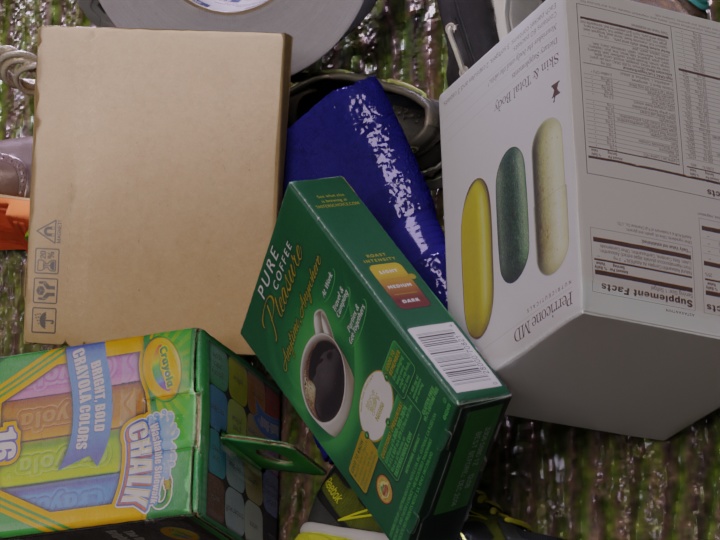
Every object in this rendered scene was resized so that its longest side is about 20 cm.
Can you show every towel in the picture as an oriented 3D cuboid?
[{"bbox_3d":[0.000,0.000,1.650,0.147,0.049,0.201,-36,67,32],"label":"towel"}]

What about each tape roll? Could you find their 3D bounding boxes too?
[{"bbox_3d":[-0.078,-0.223,1.725,0.199,0.066,0.202,5,109,14],"label":"tape roll"}]

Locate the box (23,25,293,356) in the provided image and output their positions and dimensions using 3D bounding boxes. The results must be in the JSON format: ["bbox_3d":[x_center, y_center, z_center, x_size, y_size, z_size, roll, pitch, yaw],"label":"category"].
[{"bbox_3d":[-0.127,-0.050,1.667,0.162,0.021,0.201,3,89,11],"label":"box"}]

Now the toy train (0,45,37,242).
[{"bbox_3d":[-0.185,-0.061,1.722,0.199,0.085,0.116,24,76,-7],"label":"toy train"}]

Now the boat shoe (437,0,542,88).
[{"bbox_3d":[0.082,-0.126,1.687,0.060,0.074,0.201,-18,68,27],"label":"boat shoe"}]

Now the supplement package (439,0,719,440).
[{"bbox_3d":[0.146,-0.029,1.537,0.152,0.150,0.201,-39,46,54],"label":"supplement package"}]

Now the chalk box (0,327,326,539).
[{"bbox_3d":[-0.122,0.115,1.644,0.199,0.124,0.125,-9,65,19],"label":"chalk box"}]

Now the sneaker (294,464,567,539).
[{"bbox_3d":[0.053,0.148,1.580,0.199,0.074,0.085,6,70,26],"label":"sneaker"}]

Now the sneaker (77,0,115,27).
[{"bbox_3d":[-0.102,-0.225,1.824,0.199,0.079,0.096,-23,31,20],"label":"sneaker"}]

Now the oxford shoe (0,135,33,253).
[{"bbox_3d":[-0.245,-0.057,1.815,0.199,0.071,0.073,18,59,23],"label":"oxford shoe"}]

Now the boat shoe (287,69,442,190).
[{"bbox_3d":[-0.027,-0.097,1.730,0.201,0.060,0.072,8,73,27],"label":"boat shoe"}]

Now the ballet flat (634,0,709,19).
[{"bbox_3d":[0.150,-0.204,1.704,0.067,0.068,0.200,-47,50,20],"label":"ballet flat"}]

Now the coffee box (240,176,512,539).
[{"bbox_3d":[0.006,0.052,1.548,0.200,0.044,0.123,51,137,38],"label":"coffee box"}]
